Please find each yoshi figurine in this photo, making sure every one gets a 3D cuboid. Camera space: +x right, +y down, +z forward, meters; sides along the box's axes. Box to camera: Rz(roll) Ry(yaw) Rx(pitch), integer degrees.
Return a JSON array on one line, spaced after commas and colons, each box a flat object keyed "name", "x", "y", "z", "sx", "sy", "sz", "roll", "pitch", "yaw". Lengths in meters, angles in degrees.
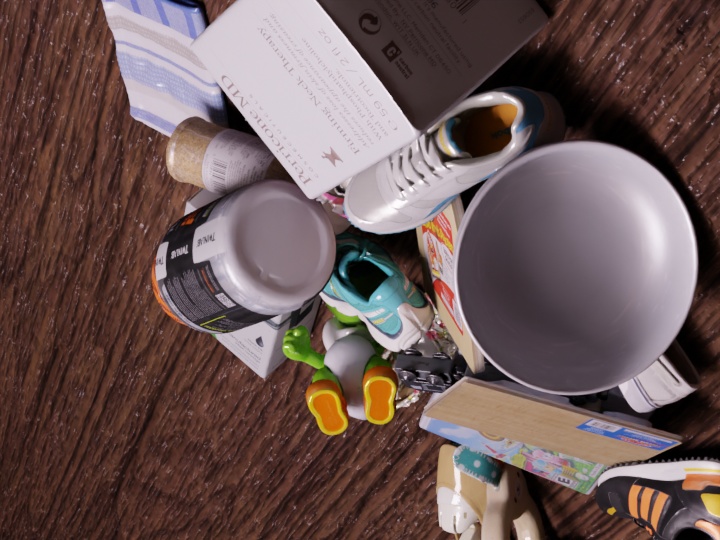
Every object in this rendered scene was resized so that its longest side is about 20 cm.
[{"name": "yoshi figurine", "x": -0.009, "y": 0.062, "z": 1.827, "sx": 0.112, "sy": 0.200, "sz": 0.112, "roll": 30, "pitch": 115, "yaw": -16}]

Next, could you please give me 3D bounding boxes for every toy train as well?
[{"name": "toy train", "x": 0.126, "y": 0.101, "z": 1.676, "sx": 0.198, "sy": 0.034, "sz": 0.046, "roll": 7, "pitch": 149, "yaw": 23}]

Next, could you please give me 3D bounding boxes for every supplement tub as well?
[{"name": "supplement tub", "x": -0.116, "y": -0.008, "z": 1.771, "sx": 0.123, "sy": 0.122, "sz": 0.200, "roll": 53, "pitch": 151, "yaw": -10}]

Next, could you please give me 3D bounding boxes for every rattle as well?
[{"name": "rattle", "x": 0.183, "y": 0.244, "z": 1.889, "sx": 0.142, "sy": 0.130, "sz": 0.202, "roll": -3, "pitch": 98, "yaw": 42}]

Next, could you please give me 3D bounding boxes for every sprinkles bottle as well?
[{"name": "sprinkles bottle", "x": -0.095, "y": -0.093, "z": 1.825, "sx": 0.199, "sy": 0.068, "sz": 0.069, "roll": 20, "pitch": 142, "yaw": 31}]

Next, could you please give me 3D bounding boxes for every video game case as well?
[{"name": "video game case", "x": 0.160, "y": 0.131, "z": 1.753, "sx": 0.181, "sy": 0.022, "sz": 0.200, "roll": 22, "pitch": 149, "yaw": 0}]

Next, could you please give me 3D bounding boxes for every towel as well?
[{"name": "towel", "x": -0.196, "y": -0.206, "z": 1.891, "sx": 0.146, "sy": 0.024, "sz": 0.201, "roll": 28, "pitch": 146, "yaw": 31}]

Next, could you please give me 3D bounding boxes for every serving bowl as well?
[{"name": "serving bowl", "x": 0.163, "y": -0.007, "z": 1.496, "sx": 0.201, "sy": 0.199, "sz": 0.066, "roll": 55, "pitch": 177, "yaw": -15}]

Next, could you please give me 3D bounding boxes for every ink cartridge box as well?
[{"name": "ink cartridge box", "x": -0.114, "y": -0.001, "z": 1.971, "sx": 0.146, "sy": 0.083, "sz": 0.200, "roll": 39, "pitch": 150, "yaw": 13}]

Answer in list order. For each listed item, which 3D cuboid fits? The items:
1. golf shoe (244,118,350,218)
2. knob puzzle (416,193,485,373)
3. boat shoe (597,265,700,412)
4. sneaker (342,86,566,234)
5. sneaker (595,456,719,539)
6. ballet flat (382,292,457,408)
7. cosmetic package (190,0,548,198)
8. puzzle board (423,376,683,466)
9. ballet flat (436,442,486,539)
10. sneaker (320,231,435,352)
[{"name": "golf shoe", "x": -0.038, "y": -0.134, "z": 1.729, "sx": 0.200, "sy": 0.092, "sz": 0.072, "roll": 46, "pitch": -165, "yaw": 34}, {"name": "knob puzzle", "x": 0.079, "y": -0.040, "z": 1.643, "sx": 0.220, "sy": 0.030, "sz": 0.222, "roll": 168, "pitch": 90, "yaw": -82}, {"name": "boat shoe", "x": 0.223, "y": 0.025, "z": 1.572, "sx": 0.069, "sy": 0.071, "sz": 0.201, "roll": -21, "pitch": 106, "yaw": 29}, {"name": "sneaker", "x": 0.063, "y": -0.093, "z": 1.520, "sx": 0.199, "sy": 0.081, "sz": 0.077, "roll": -29, "pitch": 74, "yaw": 24}, {"name": "sneaker", "x": 0.273, "y": 0.221, "z": 1.688, "sx": 0.070, "sy": 0.091, "sz": 0.200, "roll": 18, "pitch": 161, "yaw": -26}, {"name": "ballet flat", "x": 0.056, "y": 0.088, "z": 1.869, "sx": 0.076, "sy": 0.064, "sz": 0.200, "roll": 41, "pitch": 150, "yaw": 11}, {"name": "cosmetic package", "x": 0.004, "y": -0.188, "z": 1.489, "sx": 0.168, "sy": 0.166, "sz": 0.200, "roll": 51, "pitch": 152, "yaw": -7}, {"name": "puzzle board", "x": 0.167, "y": 0.132, "z": 1.664, "sx": 0.198, "sy": 0.018, "sz": 0.151, "roll": 15, "pitch": 162, "yaw": -8}, {"name": "ballet flat", "x": 0.119, "y": 0.275, "z": 2.016, "sx": 0.068, "sy": 0.063, "sz": 0.201, "roll": 12, "pitch": 135, "yaw": 47}, {"name": "sneaker", "x": 0.000, "y": 0.000, "z": 1.767, "sx": 0.080, "sy": 0.078, "sz": 0.200, "roll": 50, "pitch": 171, "yaw": -36}]
